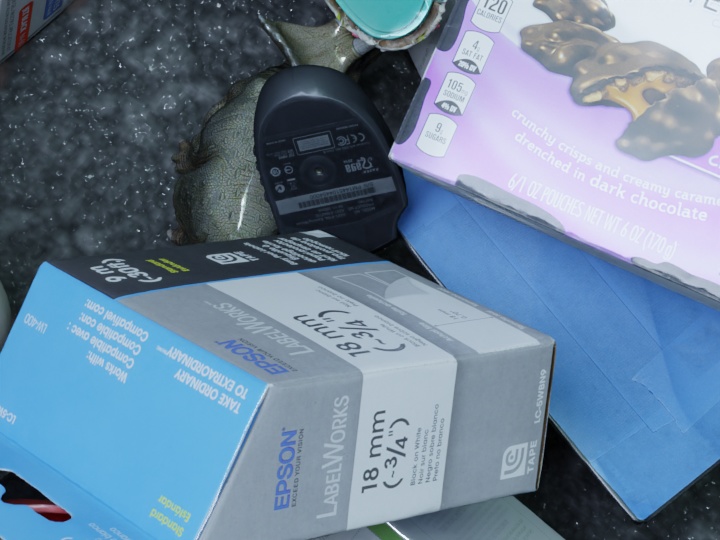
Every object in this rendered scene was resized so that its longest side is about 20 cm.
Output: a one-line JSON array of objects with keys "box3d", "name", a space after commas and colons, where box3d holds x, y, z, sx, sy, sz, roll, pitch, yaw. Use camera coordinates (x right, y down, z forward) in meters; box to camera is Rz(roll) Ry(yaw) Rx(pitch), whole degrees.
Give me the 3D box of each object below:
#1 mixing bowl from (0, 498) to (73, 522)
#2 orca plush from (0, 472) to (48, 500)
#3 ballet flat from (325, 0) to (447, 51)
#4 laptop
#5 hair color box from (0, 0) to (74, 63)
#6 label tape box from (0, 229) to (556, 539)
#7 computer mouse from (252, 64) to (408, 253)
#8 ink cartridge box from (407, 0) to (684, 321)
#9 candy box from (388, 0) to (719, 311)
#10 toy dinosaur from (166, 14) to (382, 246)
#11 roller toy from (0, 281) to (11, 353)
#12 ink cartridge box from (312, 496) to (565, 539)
[{"box3d": [-0.131, 0.166, 0.786, 0.199, 0.108, 0.201, -4, 104, -15], "name": "mixing bowl"}, {"box3d": [-0.064, 0.135, 0.853, 0.200, 0.071, 0.105, 44, 66, 8], "name": "orca plush"}, {"box3d": [-0.011, -0.187, 0.901, 0.075, 0.064, 0.201, -24, 86, 9], "name": "ballet flat"}, {"box3d": [0.142, -0.040, 0.859, 0.187, 0.200, 0.116, 51, 34, 11], "name": "laptop"}, {"box3d": [-0.116, -0.195, 0.962, 0.064, 0.111, 0.200, 41, 66, 6], "name": "hair color box"}, {"box3d": [-0.051, 0.042, 0.750, 0.199, 0.144, 0.064, -7, 112, -39], "name": "label tape box"}, {"box3d": [0.000, 0.000, 0.884, 0.058, 0.201, 0.034, -9, 31, 10], "name": "computer mouse"}, {"box3d": [0.125, -0.072, 0.975, 0.145, 0.085, 0.201, -20, 71, -19], "name": "ink cartridge box"}, {"box3d": [0.129, -0.099, 0.825, 0.167, 0.072, 0.201, 24, 91, 13], "name": "candy box"}, {"box3d": [-0.052, -0.038, 0.913, 0.077, 0.102, 0.201, 25, 64, 0], "name": "toy dinosaur"}, {"box3d": [-0.239, 0.024, 0.799, 0.182, 0.200, 0.140, 32, 67, -1], "name": "roller toy"}, {"box3d": [0.048, 0.137, 0.841, 0.200, 0.104, 0.059, 39, 110, 8], "name": "ink cartridge box"}]
